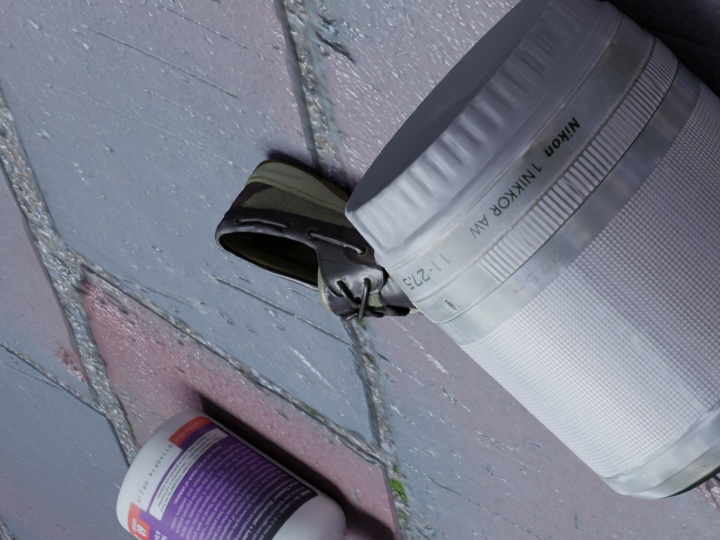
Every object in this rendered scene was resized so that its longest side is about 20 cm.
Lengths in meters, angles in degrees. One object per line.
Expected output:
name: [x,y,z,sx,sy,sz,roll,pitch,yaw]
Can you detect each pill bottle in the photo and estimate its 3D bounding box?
pill bottle: [-0.082,0.203,2.125,0.199,0.112,0.112,32,160,21]

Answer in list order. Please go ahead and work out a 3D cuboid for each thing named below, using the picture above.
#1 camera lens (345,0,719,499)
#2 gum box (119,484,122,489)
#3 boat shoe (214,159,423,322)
camera lens: [0.113,-0.011,1.220,0.200,0.160,0.160,43,161,-7]
gum box: [-0.095,0.249,2.353,0.199,0.045,0.170,17,150,46]
boat shoe: [0.000,0.000,1.597,0.199,0.065,0.073,23,154,37]
